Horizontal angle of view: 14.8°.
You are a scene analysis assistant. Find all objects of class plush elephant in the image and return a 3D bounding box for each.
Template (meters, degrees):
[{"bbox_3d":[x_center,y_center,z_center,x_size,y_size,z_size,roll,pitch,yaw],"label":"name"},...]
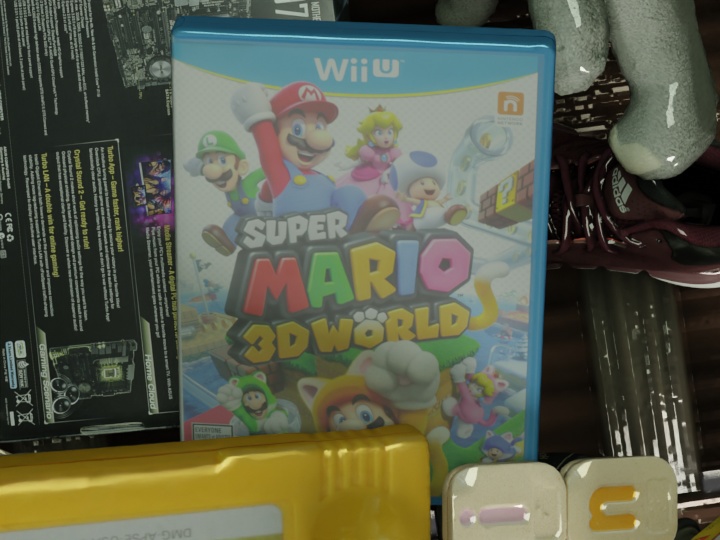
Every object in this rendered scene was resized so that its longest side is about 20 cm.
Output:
[{"bbox_3d":[0.062,-0.144,1.098,0.155,0.200,0.165,-3,44,34],"label":"plush elephant"}]

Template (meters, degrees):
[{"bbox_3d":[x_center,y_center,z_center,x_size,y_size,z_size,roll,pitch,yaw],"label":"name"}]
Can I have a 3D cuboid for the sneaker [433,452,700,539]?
[{"bbox_3d":[0.098,0.170,1.139,0.114,0.076,0.200,-9,79,2],"label":"sneaker"}]

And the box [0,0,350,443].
[{"bbox_3d":[-0.079,-0.036,1.138,0.160,0.044,0.200,-6,91,8],"label":"box"}]

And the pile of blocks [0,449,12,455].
[{"bbox_3d":[-0.134,0.117,1.107,0.200,0.062,0.082,18,83,-3],"label":"pile of blocks"}]

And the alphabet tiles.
[{"bbox_3d":[0.080,0.173,1.090,0.195,0.015,0.200,-2,93,-22],"label":"alphabet tiles"}]

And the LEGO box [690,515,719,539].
[{"bbox_3d":[0.222,0.129,1.080,0.200,0.077,0.149,-36,89,-18],"label":"LEGO box"}]

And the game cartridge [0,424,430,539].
[{"bbox_3d":[-0.070,0.153,1.072,0.200,0.032,0.176,-4,102,-12],"label":"game cartridge"}]

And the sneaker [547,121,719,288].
[{"bbox_3d":[0.084,-0.036,1.139,0.200,0.116,0.076,1,84,-4],"label":"sneaker"}]

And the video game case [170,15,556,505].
[{"bbox_3d":[0.000,0.000,1.071,0.143,0.018,0.200,3,117,5],"label":"video game case"}]
